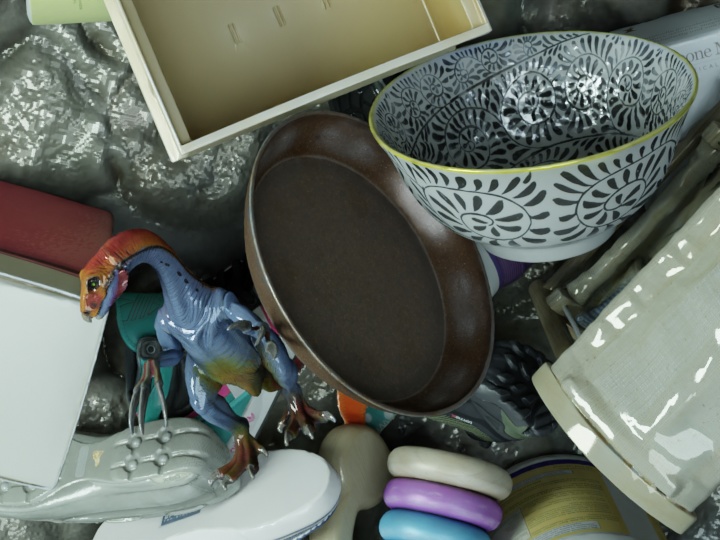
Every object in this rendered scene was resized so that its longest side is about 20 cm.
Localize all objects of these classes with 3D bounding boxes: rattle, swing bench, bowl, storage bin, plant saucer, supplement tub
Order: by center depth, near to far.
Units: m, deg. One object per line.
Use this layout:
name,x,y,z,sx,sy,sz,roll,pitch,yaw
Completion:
plant saucer,0.000,0.000,1.270,0.034,0.200,0.200,-30,111,37
swing bench,0.211,0.017,1.282,0.130,0.200,0.199,39,109,-9
storage bin,-0.057,-0.193,1.282,0.200,0.094,0.199,-23,90,-9
bowl,0.110,-0.066,1.296,0.201,0.201,0.094,-11,119,-2
supplement tub,0.147,0.223,1.415,0.145,0.200,0.145,-1,108,-4
rattle,-0.021,0.159,1.471,0.130,0.143,0.200,-17,94,-33

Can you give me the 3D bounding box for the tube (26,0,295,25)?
tube,-0.112,-0.190,1.342,0.200,0.052,0.058,-4,130,-6

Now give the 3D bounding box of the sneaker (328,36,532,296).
sneaker,0.054,-0.082,1.392,0.088,0.076,0.200,-36,101,-24

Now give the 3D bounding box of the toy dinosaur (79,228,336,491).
toy dinosaur,-0.102,0.042,1.262,0.105,0.200,0.182,-29,111,3

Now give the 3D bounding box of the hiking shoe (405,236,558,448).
hiking shoe,0.035,0.052,1.379,0.200,0.076,0.101,42,139,-14

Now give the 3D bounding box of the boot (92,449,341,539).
boot,-0.079,0.185,1.426,0.200,0.073,0.090,-17,127,32

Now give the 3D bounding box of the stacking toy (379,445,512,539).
stacking toy,0.040,0.220,1.381,0.085,0.085,0.200,15,78,-9

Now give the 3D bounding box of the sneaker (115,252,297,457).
sneaker,-0.102,0.026,1.396,0.121,0.084,0.200,19,106,-20

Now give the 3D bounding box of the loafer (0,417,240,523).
loafer,-0.174,0.142,1.408,0.200,0.070,0.070,-6,144,28

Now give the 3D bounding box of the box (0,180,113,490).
box,-0.222,0.034,1.322,0.109,0.200,0.128,15,106,-11

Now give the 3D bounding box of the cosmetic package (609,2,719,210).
cosmetic package,0.236,-0.070,1.398,0.102,0.074,0.200,-16,109,1
